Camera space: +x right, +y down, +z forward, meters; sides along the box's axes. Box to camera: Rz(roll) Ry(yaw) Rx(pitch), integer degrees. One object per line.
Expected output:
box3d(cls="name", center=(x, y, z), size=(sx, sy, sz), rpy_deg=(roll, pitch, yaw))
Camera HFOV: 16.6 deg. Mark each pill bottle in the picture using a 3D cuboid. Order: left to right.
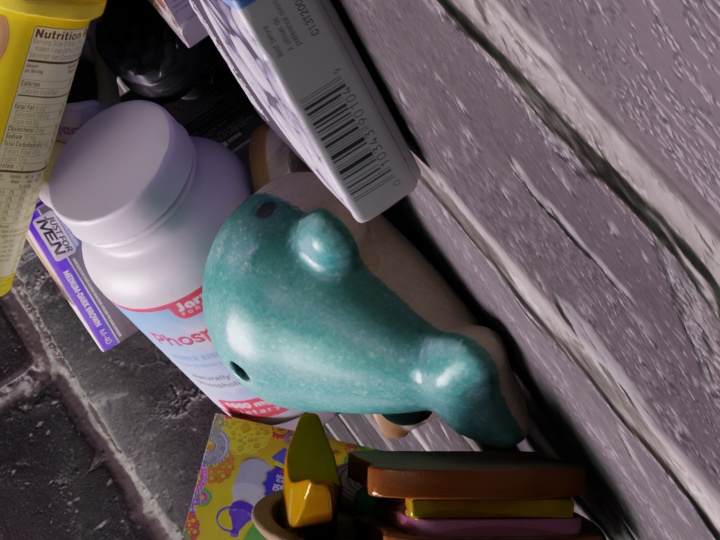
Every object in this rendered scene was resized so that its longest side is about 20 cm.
box3d(cls="pill bottle", center=(-0.088, -0.005, 1.404), size=(0.200, 0.109, 0.109), rpy_deg=(48, -179, -43))

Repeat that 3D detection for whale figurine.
box3d(cls="whale figurine", center=(-0.004, 0.035, 1.262), size=(0.200, 0.104, 0.159), rpy_deg=(34, 156, 40))

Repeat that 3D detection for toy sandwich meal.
box3d(cls="toy sandwich meal", center=(0.037, 0.115, 1.267), size=(0.205, 0.204, 0.071), rpy_deg=(-144, 58, -74))

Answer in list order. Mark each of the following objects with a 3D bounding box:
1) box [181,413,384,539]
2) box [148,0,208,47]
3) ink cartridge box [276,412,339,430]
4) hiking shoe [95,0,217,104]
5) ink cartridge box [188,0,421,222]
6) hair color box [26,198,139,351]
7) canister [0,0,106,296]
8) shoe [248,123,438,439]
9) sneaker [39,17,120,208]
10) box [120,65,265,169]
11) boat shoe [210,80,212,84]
box3d(cls="box", center=(0.005, 0.187, 1.490), size=(0.199, 0.123, 0.193), rpy_deg=(12, 164, 9))
box3d(cls="box", center=(-0.126, -0.193, 1.381), size=(0.200, 0.041, 0.039), rpy_deg=(49, 171, 47))
box3d(cls="ink cartridge box", center=(-0.054, 0.041, 1.684), size=(0.068, 0.116, 0.200), rpy_deg=(58, 175, -22))
box3d(cls="hiking shoe", center=(-0.107, -0.135, 1.433), size=(0.087, 0.074, 0.200), rpy_deg=(55, -174, -26))
box3d(cls="ink cartridge box", center=(-0.062, -0.141, 1.135), size=(0.199, 0.043, 0.200), rpy_deg=(60, 175, -32))
box3d(cls="hair color box", center=(-0.189, -0.041, 1.568), size=(0.110, 0.065, 0.200), rpy_deg=(61, 171, -29))
box3d(cls="canister", center=(-0.219, -0.103, 1.365), size=(0.149, 0.086, 0.201), rpy_deg=(44, 122, 46))
box3d(cls="shoe", center=(0.000, 0.000, 1.390), size=(0.201, 0.053, 0.070), rpy_deg=(63, -158, -18))
box3d(cls="sneaker", center=(-0.173, -0.130, 1.456), size=(0.100, 0.074, 0.201), rpy_deg=(92, 162, -48))
box3d(cls="box", center=(-0.088, -0.036, 1.594), size=(0.149, 0.107, 0.200), rpy_deg=(59, 173, -26))
box3d(cls="boat shoe", center=(-0.164, -0.191, 1.576), size=(0.200, 0.067, 0.072), rpy_deg=(55, 172, 3))
